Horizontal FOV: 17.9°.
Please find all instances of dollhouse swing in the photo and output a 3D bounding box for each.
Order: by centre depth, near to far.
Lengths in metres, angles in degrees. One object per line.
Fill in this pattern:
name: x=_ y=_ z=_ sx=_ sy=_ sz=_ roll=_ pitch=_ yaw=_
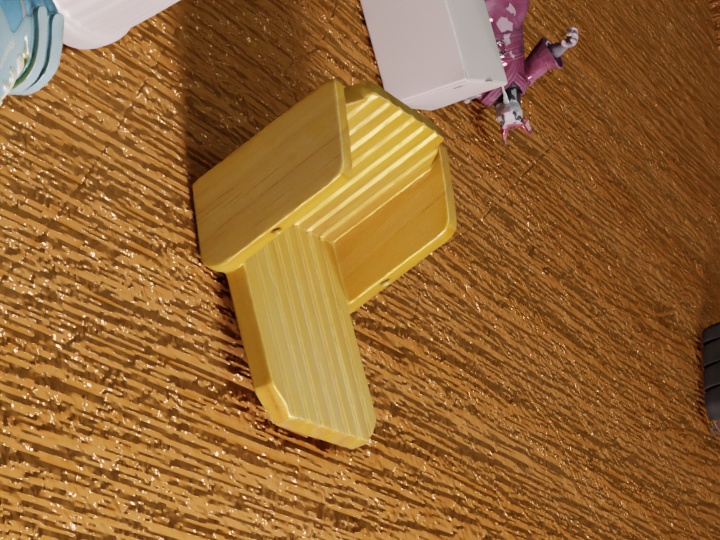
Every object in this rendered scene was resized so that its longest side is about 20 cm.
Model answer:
dollhouse swing: x=0.000 y=0.000 z=1.637 sx=0.176 sy=0.182 sz=0.200 roll=60 pitch=15 yaw=24

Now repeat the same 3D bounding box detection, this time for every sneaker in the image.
sneaker: x=-0.213 y=-0.107 z=1.304 sx=0.130 sy=0.079 sz=0.201 roll=31 pitch=48 yaw=-58

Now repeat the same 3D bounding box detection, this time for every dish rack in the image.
dish rack: x=0.463 y=0.169 z=2.759 sx=0.200 sy=0.054 sz=0.154 roll=56 pitch=29 yaw=-38

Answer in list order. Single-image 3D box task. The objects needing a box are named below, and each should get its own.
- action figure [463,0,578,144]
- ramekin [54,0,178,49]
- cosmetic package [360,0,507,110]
action figure: x=0.123 y=-0.221 z=2.210 sx=0.149 sy=0.134 sz=0.201 roll=-164 pitch=-116 yaw=-65
ramekin: x=-0.168 y=-0.253 z=1.491 sx=0.202 sy=0.094 sz=0.203 roll=49 pitch=32 yaw=-45
cosmetic package: x=0.054 y=-0.249 z=2.033 sx=0.108 sy=0.085 sz=0.201 roll=-1 pitch=76 yaw=-67
